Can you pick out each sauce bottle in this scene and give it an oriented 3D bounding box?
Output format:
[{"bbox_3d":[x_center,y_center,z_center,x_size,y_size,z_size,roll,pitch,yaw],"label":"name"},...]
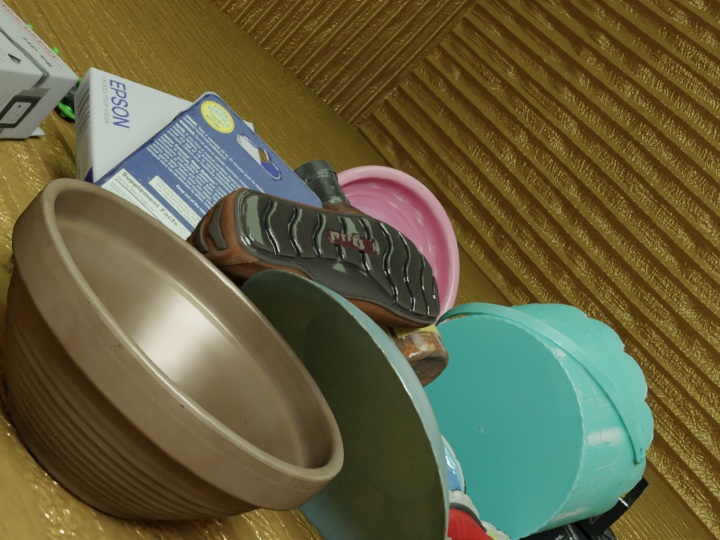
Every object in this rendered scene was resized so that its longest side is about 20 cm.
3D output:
[{"bbox_3d":[0.000,0.000,0.843,0.066,0.066,0.201,32,28,-56],"label":"sauce bottle"}]

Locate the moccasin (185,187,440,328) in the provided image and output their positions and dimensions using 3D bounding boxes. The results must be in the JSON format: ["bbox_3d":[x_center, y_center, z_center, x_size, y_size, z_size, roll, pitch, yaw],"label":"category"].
[{"bbox_3d":[-0.026,0.005,0.722,0.200,0.077,0.074,10,62,-44],"label":"moccasin"}]

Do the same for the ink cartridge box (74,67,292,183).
[{"bbox_3d":[-0.114,-0.052,0.827,0.199,0.043,0.197,14,40,-29],"label":"ink cartridge box"}]

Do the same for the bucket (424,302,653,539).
[{"bbox_3d":[0.125,0.123,0.904,0.207,0.207,0.134,49,22,22],"label":"bucket"}]

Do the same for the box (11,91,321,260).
[{"bbox_3d":[-0.117,-0.026,0.727,0.121,0.032,0.200,45,47,-5],"label":"box"}]

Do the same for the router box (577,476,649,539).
[{"bbox_3d":[0.209,0.180,1.084,0.149,0.051,0.200,48,11,16],"label":"router box"}]

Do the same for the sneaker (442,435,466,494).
[{"bbox_3d":[-0.013,0.127,0.795,0.199,0.079,0.090,36,19,-2],"label":"sneaker"}]

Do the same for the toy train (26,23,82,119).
[{"bbox_3d":[-0.251,-0.151,1.005,0.200,0.042,0.056,43,-1,-17],"label":"toy train"}]

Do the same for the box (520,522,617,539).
[{"bbox_3d":[0.185,0.257,1.052,0.141,0.079,0.200,44,9,-22],"label":"box"}]

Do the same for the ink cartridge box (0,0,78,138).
[{"bbox_3d":[-0.283,-0.158,0.789,0.116,0.067,0.200,45,9,-1],"label":"ink cartridge box"}]

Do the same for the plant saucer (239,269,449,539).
[{"bbox_3d":[-0.006,0.086,0.651,0.201,0.039,0.202,35,-41,38],"label":"plant saucer"}]

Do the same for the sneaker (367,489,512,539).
[{"bbox_3d":[0.073,0.213,0.758,0.200,0.077,0.085,34,21,-46],"label":"sneaker"}]

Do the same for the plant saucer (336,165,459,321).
[{"bbox_3d":[0.005,-0.002,1.095,0.200,0.201,0.051,41,-19,-24],"label":"plant saucer"}]

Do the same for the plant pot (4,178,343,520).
[{"bbox_3d":[-0.109,0.056,0.552,0.201,0.093,0.201,44,10,-10],"label":"plant pot"}]
